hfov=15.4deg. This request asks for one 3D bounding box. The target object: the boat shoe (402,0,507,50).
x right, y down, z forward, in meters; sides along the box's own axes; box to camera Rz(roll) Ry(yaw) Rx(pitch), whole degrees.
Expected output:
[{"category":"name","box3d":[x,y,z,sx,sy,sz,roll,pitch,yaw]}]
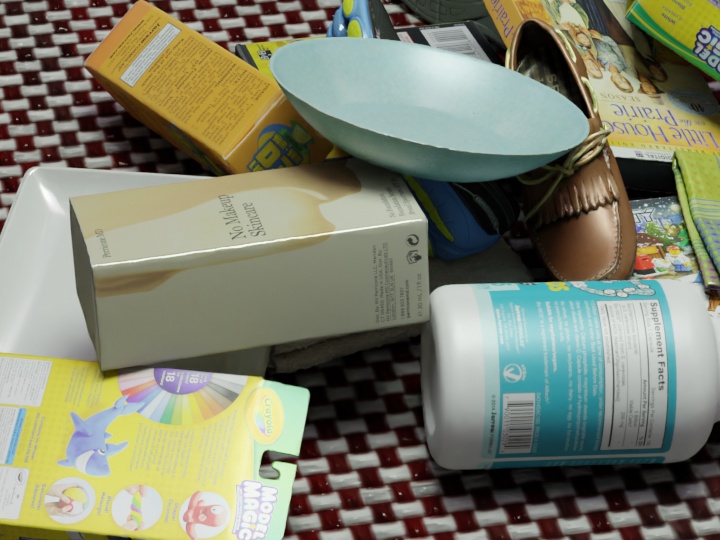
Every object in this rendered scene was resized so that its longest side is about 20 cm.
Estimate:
[{"category":"boat shoe","box3d":[0.098,-0.213,1.972,0.202,0.075,0.065,28,38,23]}]

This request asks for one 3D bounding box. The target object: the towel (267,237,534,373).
[{"category":"towel","box3d":[0.000,0.000,1.721,0.199,0.035,0.133,-14,43,-23]}]

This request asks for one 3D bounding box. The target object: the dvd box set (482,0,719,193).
[{"category":"dvd box set","box3d":[0.175,-0.135,1.842,0.146,0.029,0.200,5,45,-31]}]

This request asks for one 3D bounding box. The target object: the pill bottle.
[{"category":"pill bottle","box3d":[0.139,0.061,1.590,0.199,0.111,0.111,-1,38,-7]}]

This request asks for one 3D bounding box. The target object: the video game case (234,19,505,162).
[{"category":"video game case","box3d":[0.021,-0.116,1.852,0.180,0.026,0.200,-7,30,-13]}]

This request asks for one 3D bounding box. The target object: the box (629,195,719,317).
[{"category":"box","box3d":[0.230,0.004,1.727,0.199,0.038,0.137,-7,39,-13]}]

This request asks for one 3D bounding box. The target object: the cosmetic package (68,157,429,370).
[{"category":"cosmetic package","box3d":[-0.066,-0.007,1.575,0.199,0.071,0.105,-9,27,-12]}]

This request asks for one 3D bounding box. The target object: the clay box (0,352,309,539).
[{"category":"clay box","box3d":[-0.133,0.112,1.525,0.199,0.048,0.115,6,56,8]}]

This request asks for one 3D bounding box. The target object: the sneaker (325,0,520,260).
[{"category":"sneaker","box3d":[0.037,-0.096,1.740,0.083,0.071,0.200,-15,66,-36]}]

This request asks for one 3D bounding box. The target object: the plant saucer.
[{"category":"plant saucer","box3d":[0.039,-0.092,1.630,0.200,0.039,0.201,11,22,-4]}]

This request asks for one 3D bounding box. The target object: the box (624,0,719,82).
[{"category":"box","box3d":[0.254,-0.158,1.835,0.200,0.048,0.117,36,15,-2]}]

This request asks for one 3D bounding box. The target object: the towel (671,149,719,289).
[{"category":"towel","box3d":[0.309,-0.033,1.731,0.199,0.023,0.144,1,38,-8]}]

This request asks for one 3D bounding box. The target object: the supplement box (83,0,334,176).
[{"category":"supplement box","box3d":[-0.104,-0.112,1.783,0.069,0.067,0.200,-49,40,-8]}]

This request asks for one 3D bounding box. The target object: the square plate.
[{"category":"square plate","box3d":[-0.140,0.019,1.655,0.199,0.029,0.199,4,49,13]}]

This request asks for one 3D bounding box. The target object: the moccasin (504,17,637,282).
[{"category":"moccasin","box3d":[0.131,-0.073,1.697,0.073,0.078,0.202,-13,59,16]}]
